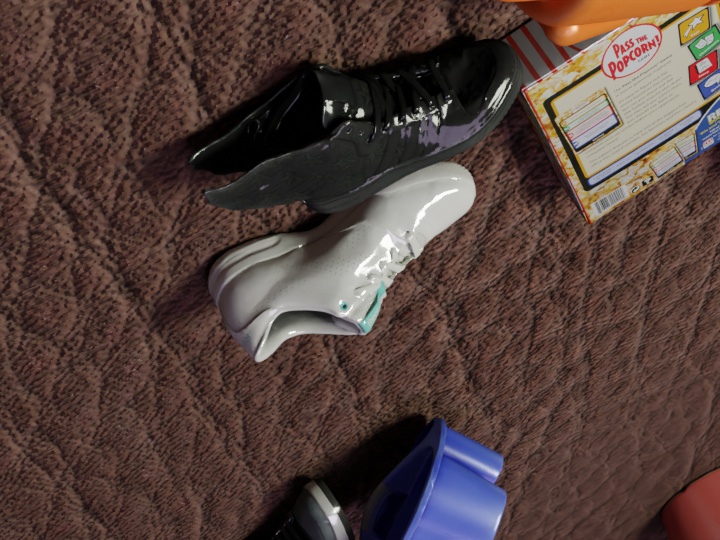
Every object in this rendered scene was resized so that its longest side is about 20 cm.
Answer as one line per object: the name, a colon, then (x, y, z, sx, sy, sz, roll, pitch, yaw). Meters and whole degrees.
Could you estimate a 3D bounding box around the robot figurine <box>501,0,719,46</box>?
robot figurine: (0.149, -0.196, 0.699, 0.199, 0.117, 0.145, -12, 109, -25)

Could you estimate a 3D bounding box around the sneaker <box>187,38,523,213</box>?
sneaker: (0.001, -0.092, 0.777, 0.199, 0.060, 0.104, -32, 153, 10)

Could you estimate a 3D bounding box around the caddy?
caddy: (0.054, 0.235, 1.183, 0.105, 0.141, 0.201, 23, 110, -4)

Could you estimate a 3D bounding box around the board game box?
board game box: (0.191, -0.129, 0.887, 0.151, 0.046, 0.200, -33, 148, 6)

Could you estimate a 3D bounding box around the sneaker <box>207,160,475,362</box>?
sneaker: (0.000, 0.000, 0.878, 0.199, 0.089, 0.075, -27, 147, -4)

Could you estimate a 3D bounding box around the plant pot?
plant pot: (0.508, 0.369, 1.706, 0.200, 0.178, 0.201, -21, 148, -14)

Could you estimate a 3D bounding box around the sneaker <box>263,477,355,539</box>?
sneaker: (-0.076, 0.276, 1.216, 0.120, 0.084, 0.200, -27, 150, -22)
